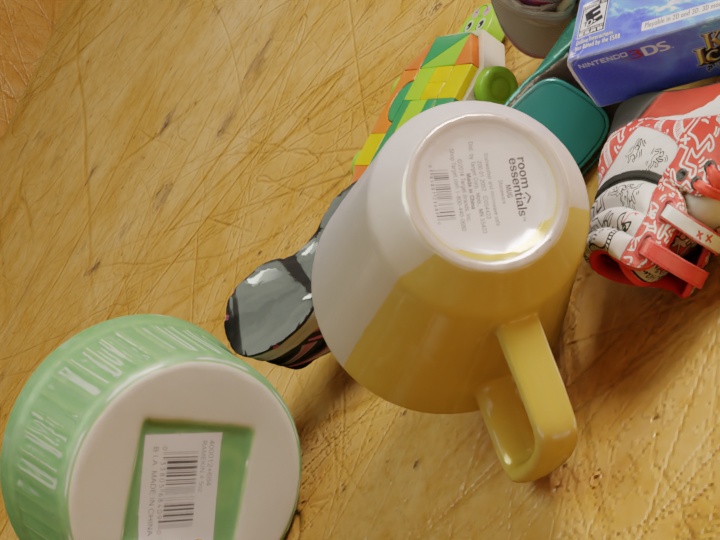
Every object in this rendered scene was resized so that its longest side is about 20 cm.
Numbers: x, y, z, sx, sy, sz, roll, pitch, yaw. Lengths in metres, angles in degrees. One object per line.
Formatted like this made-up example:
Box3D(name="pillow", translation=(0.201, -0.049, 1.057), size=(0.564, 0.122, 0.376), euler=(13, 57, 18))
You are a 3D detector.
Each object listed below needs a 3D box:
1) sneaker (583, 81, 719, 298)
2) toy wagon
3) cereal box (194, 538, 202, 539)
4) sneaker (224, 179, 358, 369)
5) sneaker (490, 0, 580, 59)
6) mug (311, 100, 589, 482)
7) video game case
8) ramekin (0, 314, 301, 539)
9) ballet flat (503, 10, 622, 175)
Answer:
Box3D(name="sneaker", translation=(0.186, -0.044, 0.698), size=(0.201, 0.067, 0.109), euler=(-14, 53, 60))
Box3D(name="toy wagon", translation=(0.061, -0.128, 1.077), size=(0.201, 0.039, 0.155), euler=(-63, 24, -7))
Box3D(name="cereal box", translation=(-0.081, 0.262, 0.772), size=(0.201, 0.143, 0.040), euler=(-56, 24, 6))
Box3D(name="sneaker", translation=(0.000, 0.000, 1.005), size=(0.199, 0.086, 0.081), euler=(-31, 60, 11))
Box3D(name="sneaker", translation=(0.112, -0.195, 0.911), size=(0.201, 0.080, 0.089), euler=(77, -153, -59))
Box3D(name="mug", translation=(0.067, -0.003, 0.753), size=(0.150, 0.186, 0.153), euler=(-50, -7, -19))
Box3D(name="video game case", translation=(0.217, -0.192, 0.763), size=(0.199, 0.045, 0.183), euler=(-12, 49, 37))
Box3D(name="ramekin", translation=(-0.136, 0.137, 0.974), size=(0.097, 0.199, 0.201), euler=(14, 74, 58))
Box3D(name="ballet flat", translation=(0.140, -0.117, 0.893), size=(0.201, 0.067, 0.070), euler=(-54, 1, 12))
